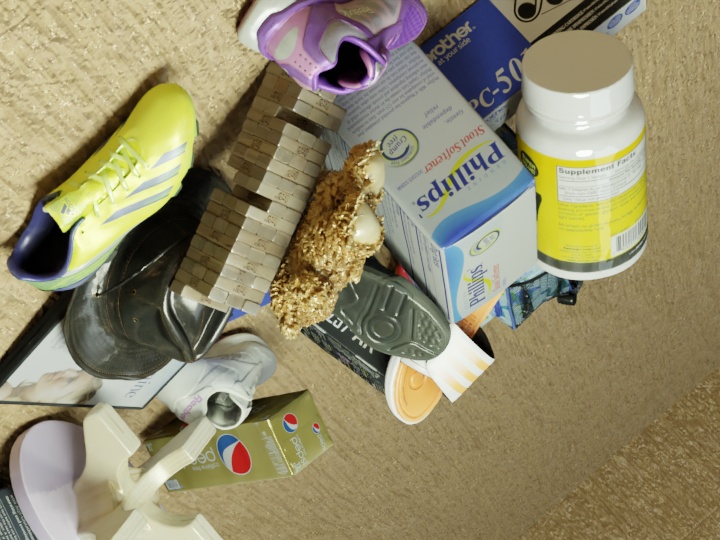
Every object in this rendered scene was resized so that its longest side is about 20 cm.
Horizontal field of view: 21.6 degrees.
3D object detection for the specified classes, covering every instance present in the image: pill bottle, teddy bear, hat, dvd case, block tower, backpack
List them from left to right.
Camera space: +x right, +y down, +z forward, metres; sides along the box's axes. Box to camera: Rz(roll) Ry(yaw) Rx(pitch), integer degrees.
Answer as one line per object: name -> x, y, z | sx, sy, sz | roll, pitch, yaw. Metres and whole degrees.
dvd case -> -0.221, 0.072, 1.656 | 0.143, 0.018, 0.200 | -46, 151, 24
hat -> -0.150, 0.020, 1.569 | 0.200, 0.081, 0.201 | -31, 139, -31
block tower -> -0.079, -0.061, 1.507 | 0.054, 0.058, 0.201 | 23, 92, -42
teddy bear -> -0.031, -0.025, 1.519 | 0.066, 0.146, 0.200 | 13, 164, -15
backpack -> 0.111, -0.049, 1.826 | 0.147, 0.183, 0.200 | -33, 149, -14
pill bottle -> 0.193, -0.101, 1.644 | 0.114, 0.114, 0.201 | -31, 135, -25

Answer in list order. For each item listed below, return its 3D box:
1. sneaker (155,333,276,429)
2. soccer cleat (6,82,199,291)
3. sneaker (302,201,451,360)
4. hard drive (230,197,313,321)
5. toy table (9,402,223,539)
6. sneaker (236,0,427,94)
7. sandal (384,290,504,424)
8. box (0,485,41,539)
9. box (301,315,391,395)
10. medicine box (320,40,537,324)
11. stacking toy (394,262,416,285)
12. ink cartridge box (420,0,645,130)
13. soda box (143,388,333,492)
sneaker -> -0.136, 0.117, 1.845 | 0.075, 0.100, 0.200 | -51, 159, 22
soccer cleat -> -0.194, -0.059, 1.422 | 0.200, 0.065, 0.084 | -50, 156, 24
sneaker -> 0.000, 0.000, 1.677 | 0.076, 0.199, 0.114 | -64, 177, 33
hard drive -> -0.129, 0.011, 1.742 | 0.199, 0.025, 0.132 | -25, 155, -38
toy table -> -0.214, 0.209, 1.713 | 0.117, 0.200, 0.184 | -28, -152, 40
sneaker -> -0.006, -0.178, 1.478 | 0.200, 0.089, 0.081 | -14, 146, -53
sandal -> 0.096, 0.052, 1.701 | 0.079, 0.059, 0.207 | 31, 91, -45
box -> -0.315, 0.270, 1.788 | 0.148, 0.107, 0.200 | -38, 165, 35
box -> -0.003, 0.068, 1.839 | 0.044, 0.160, 0.200 | -53, 172, -6
medicine box -> 0.054, -0.082, 1.622 | 0.103, 0.200, 0.182 | -37, 160, -8
stacking toy -> 0.067, 0.028, 2.059 | 0.109, 0.116, 0.200 | -28, 170, -30
ink cartridge box -> 0.149, -0.211, 1.680 | 0.200, 0.094, 0.044 | -39, 160, -5
soda box -> -0.123, 0.172, 1.881 | 0.199, 0.064, 0.068 | -13, -164, 45
